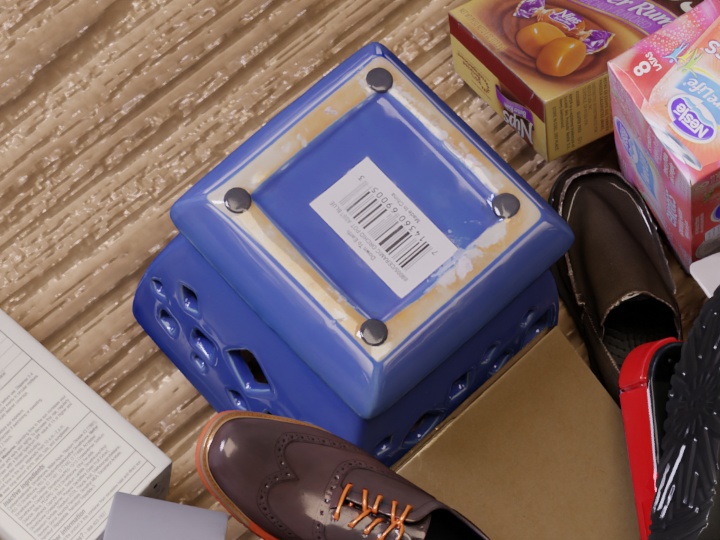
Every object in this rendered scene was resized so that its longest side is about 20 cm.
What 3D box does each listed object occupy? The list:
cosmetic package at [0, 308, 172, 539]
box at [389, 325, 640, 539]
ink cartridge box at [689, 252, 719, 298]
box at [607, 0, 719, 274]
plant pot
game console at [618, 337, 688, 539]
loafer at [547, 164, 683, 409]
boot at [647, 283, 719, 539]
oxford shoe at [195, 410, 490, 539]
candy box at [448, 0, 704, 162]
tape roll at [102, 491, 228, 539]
[{"bbox_3d":[-0.217,0.093,1.555,0.200,0.071,0.105,42,69,11],"label":"cosmetic package"},{"bbox_3d":[0.117,0.160,1.562,0.163,0.021,0.200,-41,97,-21],"label":"box"},{"bbox_3d":[0.310,-0.004,1.632,0.200,0.068,0.116,-22,70,-40],"label":"ink cartridge box"},{"bbox_3d":[0.216,-0.083,1.611,0.102,0.200,0.095,-32,73,-1],"label":"box"},{"bbox_3d":[0.000,0.000,1.566,0.200,0.180,0.200,-40,77,-22],"label":"plant pot"},{"bbox_3d":[0.245,0.132,1.586,0.199,0.031,0.178,7,70,-31],"label":"game console"},{"bbox_3d":[0.169,0.019,1.638,0.073,0.071,0.201,-11,69,-13],"label":"loafer"},{"bbox_3d":[0.256,0.110,1.534,0.157,0.079,0.212,26,66,-20],"label":"boot"},{"bbox_3d":[0.002,0.130,1.460,0.200,0.072,0.071,27,73,-24],"label":"oxford shoe"},{"bbox_3d":[0.171,-0.158,1.702,0.199,0.057,0.117,-25,46,-19],"label":"candy box"},{"bbox_3d":[-0.122,0.224,1.441,0.066,0.200,0.201,11,66,-2],"label":"tape roll"}]
